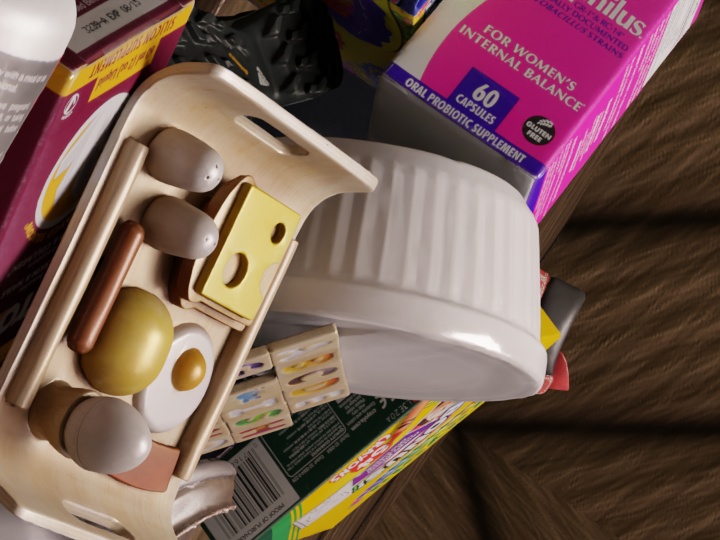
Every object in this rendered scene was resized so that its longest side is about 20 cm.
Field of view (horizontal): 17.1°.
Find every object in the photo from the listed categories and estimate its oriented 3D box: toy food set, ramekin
[{"bbox_3d":[-0.070,0.026,1.023,0.143,0.060,0.201,32,82,-55],"label":"toy food set"},{"bbox_3d":[0.000,0.000,1.208,0.202,0.201,0.095,79,18,-77],"label":"ramekin"}]

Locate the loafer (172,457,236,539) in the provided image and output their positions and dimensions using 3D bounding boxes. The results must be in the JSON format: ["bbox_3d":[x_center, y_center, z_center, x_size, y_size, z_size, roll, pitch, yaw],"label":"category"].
[{"bbox_3d":[-0.141,0.163,1.269,0.200,0.071,0.073,-29,-174,-35],"label":"loafer"}]

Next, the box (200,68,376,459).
[{"bbox_3d":[-0.055,-0.010,1.472,0.200,0.124,0.197,-56,-179,-30],"label":"box"}]

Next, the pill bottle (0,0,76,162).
[{"bbox_3d":[-0.165,-0.072,0.811,0.200,0.110,0.111,-58,171,13],"label":"pill bottle"}]

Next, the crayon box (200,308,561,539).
[{"bbox_3d":[0.010,0.085,1.426,0.200,0.058,0.172,-41,167,16],"label":"crayon box"}]

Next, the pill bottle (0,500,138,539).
[{"bbox_3d":[-0.202,0.136,1.061,0.199,0.111,0.111,-7,143,-28],"label":"pill bottle"}]

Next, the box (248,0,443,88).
[{"bbox_3d":[0.034,-0.228,1.280,0.193,0.122,0.200,-53,170,-15],"label":"box"}]

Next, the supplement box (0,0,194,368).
[{"bbox_3d":[-0.162,-0.042,1.010,0.200,0.085,0.110,-61,170,31],"label":"supplement box"}]

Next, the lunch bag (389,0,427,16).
[{"bbox_3d":[0.022,-0.230,1.115,0.200,0.150,0.094,-46,167,-47],"label":"lunch bag"}]

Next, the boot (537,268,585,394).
[{"bbox_3d":[0.051,0.069,1.545,0.200,0.144,0.072,-54,-176,14],"label":"boot"}]

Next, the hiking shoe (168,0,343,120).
[{"bbox_3d":[-0.092,-0.095,1.226,0.086,0.075,0.200,-17,176,35],"label":"hiking shoe"}]

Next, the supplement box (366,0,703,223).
[{"bbox_3d":[0.101,-0.123,1.293,0.200,0.101,0.103,-51,169,-24],"label":"supplement box"}]

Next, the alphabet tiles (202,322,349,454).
[{"bbox_3d":[-0.087,0.074,1.195,0.166,0.008,0.200,-18,167,-2],"label":"alphabet tiles"}]
